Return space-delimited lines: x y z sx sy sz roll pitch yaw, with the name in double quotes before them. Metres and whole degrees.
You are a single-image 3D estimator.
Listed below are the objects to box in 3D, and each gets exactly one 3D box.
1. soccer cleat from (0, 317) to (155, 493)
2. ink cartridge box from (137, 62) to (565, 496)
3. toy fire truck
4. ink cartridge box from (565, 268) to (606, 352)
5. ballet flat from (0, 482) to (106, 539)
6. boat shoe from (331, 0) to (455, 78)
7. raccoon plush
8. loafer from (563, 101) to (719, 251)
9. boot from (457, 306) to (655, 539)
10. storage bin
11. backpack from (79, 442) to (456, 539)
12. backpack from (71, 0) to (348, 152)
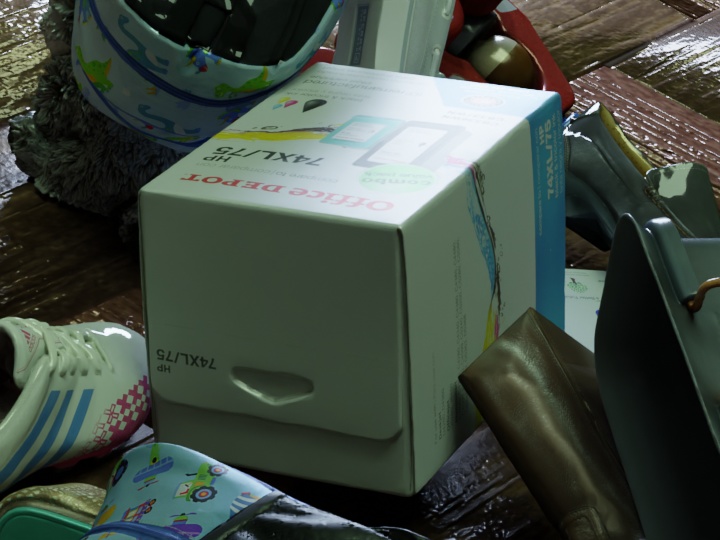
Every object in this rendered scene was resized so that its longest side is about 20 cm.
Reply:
"soccer cleat" -0.153 0.054 1.429 0.070 0.086 0.200 27 31 19
"ink cartridge box" 0.000 0.000 1.506 0.147 0.146 0.200 9 25 23
"toy fire truck" 0.060 -0.111 1.821 0.168 0.112 0.200 45 34 2
"ink cartridge box" 0.136 0.065 1.603 0.099 0.039 0.200 4 30 -22
"ballet flat" -0.070 0.142 1.346 0.200 0.071 0.065 24 16 7
"boat shoe" 0.020 -0.107 1.701 0.068 0.200 0.072 9 -6 -31
"raccoon plush" -0.111 -0.095 1.656 0.200 0.134 0.097 34 33 30
"loafer" 0.173 -0.031 1.688 0.200 0.072 0.073 36 2 36
"boot" 0.087 0.110 1.408 0.186 0.064 0.200 1 55 -49
"storage bin" 0.200 0.063 1.355 0.134 0.146 0.200 -6 47 -11
"backpack" -0.056 0.170 1.196 0.200 0.183 0.135 22 44 39
"backpack" -0.078 -0.161 1.602 0.163 0.154 0.200 27 36 -16
